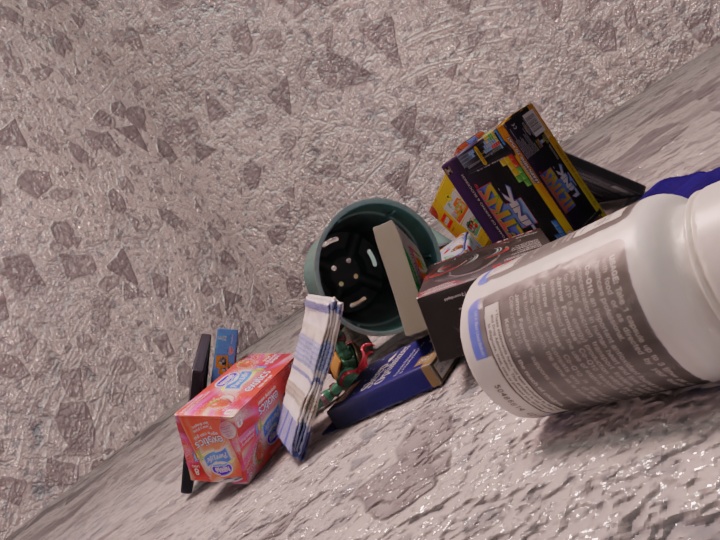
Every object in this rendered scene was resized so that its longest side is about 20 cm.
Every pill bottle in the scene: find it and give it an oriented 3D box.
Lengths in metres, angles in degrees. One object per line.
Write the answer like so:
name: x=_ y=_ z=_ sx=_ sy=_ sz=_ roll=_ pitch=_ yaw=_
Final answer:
pill bottle: x=0.169 y=0.022 z=0.406 sx=0.114 sy=0.114 sz=0.200 roll=-37 pitch=4 yaw=-41

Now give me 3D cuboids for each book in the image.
book: x=0.066 y=0.018 z=0.837 sx=0.048 sy=0.135 sz=0.200 roll=-20 pitch=-9 yaw=10

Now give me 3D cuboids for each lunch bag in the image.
lunch bag: x=0.145 y=0.012 z=1.134 sx=0.160 sy=0.076 sz=0.200 roll=-38 pitch=1 yaw=19

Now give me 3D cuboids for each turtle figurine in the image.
turtle figurine: x=-0.040 y=0.139 z=0.956 sx=0.200 sy=0.100 sz=0.151 roll=-131 pitch=54 yaw=-74

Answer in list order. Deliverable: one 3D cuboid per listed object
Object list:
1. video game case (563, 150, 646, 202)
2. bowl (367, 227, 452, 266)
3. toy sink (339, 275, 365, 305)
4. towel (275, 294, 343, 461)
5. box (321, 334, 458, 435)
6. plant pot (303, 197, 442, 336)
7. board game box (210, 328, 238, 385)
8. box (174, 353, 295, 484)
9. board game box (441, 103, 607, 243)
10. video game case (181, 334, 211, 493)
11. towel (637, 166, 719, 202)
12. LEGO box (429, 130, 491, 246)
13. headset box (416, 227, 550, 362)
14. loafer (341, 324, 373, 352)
video game case: x=0.336 y=-0.143 z=1.012 sx=0.200 sy=0.142 sz=0.019 roll=-129 pitch=62 yaw=-86
bowl: x=0.088 y=-0.024 z=1.299 sx=0.200 sy=0.105 sz=0.201 roll=-31 pitch=-23 yaw=-15
toy sink: x=0.012 y=0.023 z=1.933 sx=0.200 sy=0.113 sz=0.130 roll=-31 pitch=0 yaw=-43
towel: x=-0.072 y=0.128 z=0.833 sx=0.147 sy=0.024 sz=0.202 roll=-175 pitch=100 yaw=-73
box: x=0.037 y=0.135 z=0.800 sx=0.199 sy=0.033 sz=0.121 roll=-33 pitch=3 yaw=34
plant pot: x=0.000 y=0.000 z=1.028 sx=0.200 sy=0.201 sz=0.196 roll=-35 pitch=7 yaw=-16
board game box: x=-0.224 y=0.202 z=1.033 sx=0.036 sy=0.202 sz=0.151 roll=6 pitch=-13 yaw=-10
box: x=-0.160 y=0.203 z=0.917 sx=0.094 sy=0.103 sz=0.200 roll=-4 pitch=16 yaw=21
board game box: x=0.210 y=-0.088 z=0.817 sx=0.057 sy=0.201 sz=0.165 roll=-36 pitch=3 yaw=-22
video game case: x=-0.257 y=0.220 z=1.010 sx=0.019 sy=0.202 sz=0.143 roll=5 pitch=15 yaw=-9
towel: x=0.298 y=-0.036 z=0.601 sx=0.148 sy=0.050 sz=0.200 roll=-41 pitch=4 yaw=0
LEGO box: x=0.232 y=-0.141 z=1.252 sx=0.077 sy=0.149 sz=0.200 roll=-35 pitch=-19 yaw=-28
headset box: x=0.147 y=0.023 z=0.703 sx=0.148 sy=0.076 sz=0.200 roll=-19 pitch=7 yaw=14
loafer: x=-0.029 y=0.127 z=1.200 sx=0.070 sy=0.070 sz=0.200 roll=-35 pitch=3 yaw=-17
